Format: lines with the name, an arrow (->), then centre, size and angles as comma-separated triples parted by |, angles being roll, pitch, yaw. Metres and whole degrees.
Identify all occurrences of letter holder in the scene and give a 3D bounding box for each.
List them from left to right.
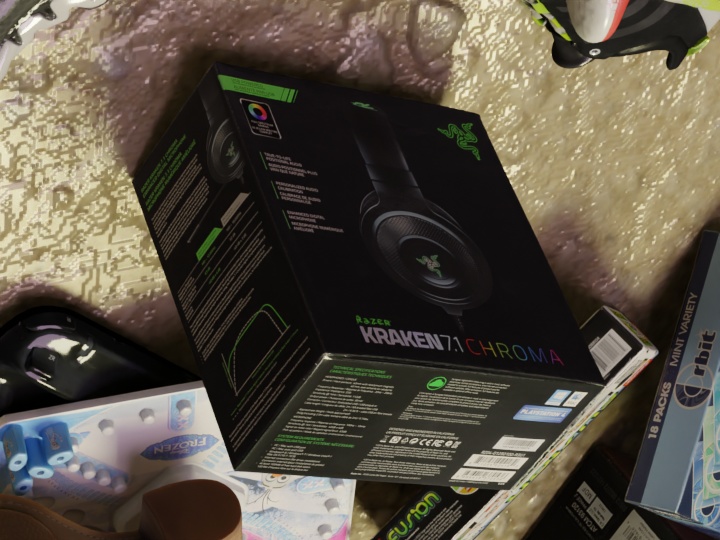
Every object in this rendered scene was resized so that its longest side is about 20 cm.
letter holder -> 0.212, 0.219, 1.527 | 0.142, 0.200, 0.101 | 22, 110, -41

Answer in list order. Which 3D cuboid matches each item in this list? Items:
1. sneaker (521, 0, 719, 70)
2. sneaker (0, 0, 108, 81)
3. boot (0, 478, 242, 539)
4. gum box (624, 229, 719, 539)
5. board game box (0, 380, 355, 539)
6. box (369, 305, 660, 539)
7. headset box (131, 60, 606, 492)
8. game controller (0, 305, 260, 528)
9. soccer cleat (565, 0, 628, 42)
sneaker -> 0.114, -0.138, 1.284 | 0.200, 0.072, 0.083 | 5, 123, -34
sneaker -> -0.183, -0.124, 1.114 | 0.200, 0.066, 0.091 | -40, 132, -5
boot -> -0.156, 0.185, 1.302 | 0.200, 0.074, 0.155 | -6, 142, -14
gum box -> 0.259, 0.088, 1.515 | 0.200, 0.045, 0.170 | 25, 80, -41
board game box -> -0.096, 0.136, 1.346 | 0.200, 0.026, 0.200 | -10, 138, -14
box -> 0.088, 0.105, 1.438 | 0.200, 0.035, 0.110 | -46, 170, 5
headset box -> 0.000, 0.000, 1.235 | 0.174, 0.200, 0.093 | 9, 134, -35
game controller -> -0.135, 0.087, 1.329 | 0.104, 0.042, 0.200 | -39, 136, 20
soccer cleat -> 0.090, -0.207, 1.177 | 0.085, 0.069, 0.200 | -3, 92, -18
